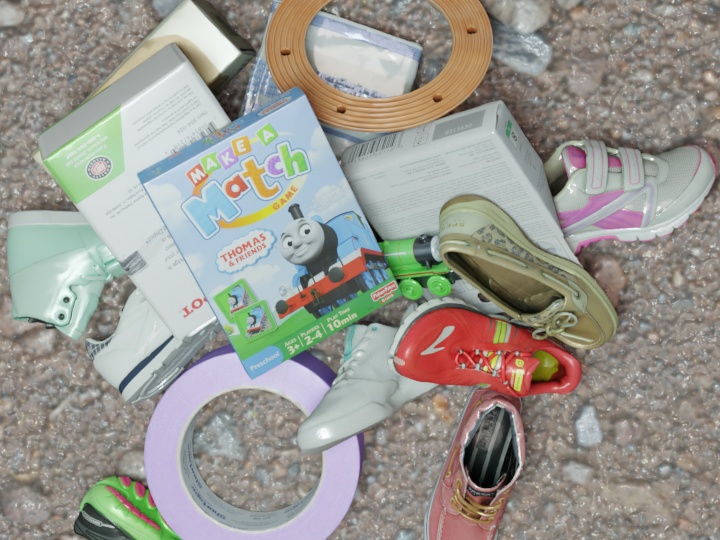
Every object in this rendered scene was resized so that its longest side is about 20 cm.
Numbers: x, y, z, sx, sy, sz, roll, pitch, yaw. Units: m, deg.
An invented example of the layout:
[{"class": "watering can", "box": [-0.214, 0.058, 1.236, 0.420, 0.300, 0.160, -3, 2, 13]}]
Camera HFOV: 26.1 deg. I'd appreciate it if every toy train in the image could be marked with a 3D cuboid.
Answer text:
[{"class": "toy train", "box": [0.000, 0.000, 1.387, 0.199, 0.042, 0.057, -8, 123, 32]}]

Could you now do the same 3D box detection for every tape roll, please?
[{"class": "tape roll", "box": [-0.097, 0.169, 1.445, 0.199, 0.066, 0.201, 0, 97, 3]}]

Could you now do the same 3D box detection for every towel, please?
[{"class": "towel", "box": [-0.039, -0.134, 1.409, 0.146, 0.024, 0.201, 18, 90, 4]}]

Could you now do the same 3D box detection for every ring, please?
[{"class": "ring", "box": [0.016, -0.196, 1.360, 0.199, 0.019, 0.201, -1, 57, 1]}]

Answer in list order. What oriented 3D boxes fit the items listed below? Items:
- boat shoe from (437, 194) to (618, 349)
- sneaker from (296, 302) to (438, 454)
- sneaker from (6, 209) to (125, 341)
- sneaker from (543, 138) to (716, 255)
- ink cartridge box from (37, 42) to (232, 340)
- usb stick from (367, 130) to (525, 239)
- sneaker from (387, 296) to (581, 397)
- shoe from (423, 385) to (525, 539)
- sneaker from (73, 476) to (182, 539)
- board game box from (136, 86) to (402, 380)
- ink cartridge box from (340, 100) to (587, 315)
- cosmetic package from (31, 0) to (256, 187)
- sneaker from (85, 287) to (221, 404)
[{"class": "boat shoe", "box": [0.140, 0.016, 1.336, 0.200, 0.063, 0.073, 35, 135, -21]}, {"class": "sneaker", "box": [0.003, 0.092, 1.385, 0.075, 0.200, 0.089, -31, 89, 47]}, {"class": "sneaker", "box": [-0.225, 0.006, 1.415, 0.199, 0.074, 0.119, -1, 81, 10]}, {"class": "sneaker", "box": [0.214, -0.073, 1.370, 0.199, 0.082, 0.088, -19, 127, 5]}, {"class": "ink cartridge box", "box": [-0.156, -0.066, 1.319, 0.145, 0.084, 0.200, -35, 115, -2]}, {"class": "usb stick", "box": [0.064, -0.075, 1.419, 0.199, 0.033, 0.056, -21, 96, 7]}, {"class": "sneaker", "box": [0.116, 0.074, 1.361, 0.199, 0.085, 0.077, 5, 107, -36]}, {"class": "shoe", "box": [0.103, 0.202, 1.420, 0.071, 0.091, 0.201, 15, 98, 2]}, {"class": "sneaker", "box": [-0.190, 0.282, 1.470, 0.200, 0.077, 0.084, 47, 116, 0]}, {"class": "board game box", "box": [-0.072, -0.029, 1.292, 0.151, 0.037, 0.201, -29, 114, -5]}, {"class": "ink cartridge box", "box": [0.097, -0.046, 1.364, 0.160, 0.050, 0.200, -15, 132, 31]}, {"class": "cosmetic package", "box": [-0.192, -0.150, 1.393, 0.200, 0.105, 0.071, -44, 93, 9]}, {"class": "sneaker", "box": [-0.167, 0.031, 1.432, 0.200, 0.076, 0.081, -43, 72, 2]}]
